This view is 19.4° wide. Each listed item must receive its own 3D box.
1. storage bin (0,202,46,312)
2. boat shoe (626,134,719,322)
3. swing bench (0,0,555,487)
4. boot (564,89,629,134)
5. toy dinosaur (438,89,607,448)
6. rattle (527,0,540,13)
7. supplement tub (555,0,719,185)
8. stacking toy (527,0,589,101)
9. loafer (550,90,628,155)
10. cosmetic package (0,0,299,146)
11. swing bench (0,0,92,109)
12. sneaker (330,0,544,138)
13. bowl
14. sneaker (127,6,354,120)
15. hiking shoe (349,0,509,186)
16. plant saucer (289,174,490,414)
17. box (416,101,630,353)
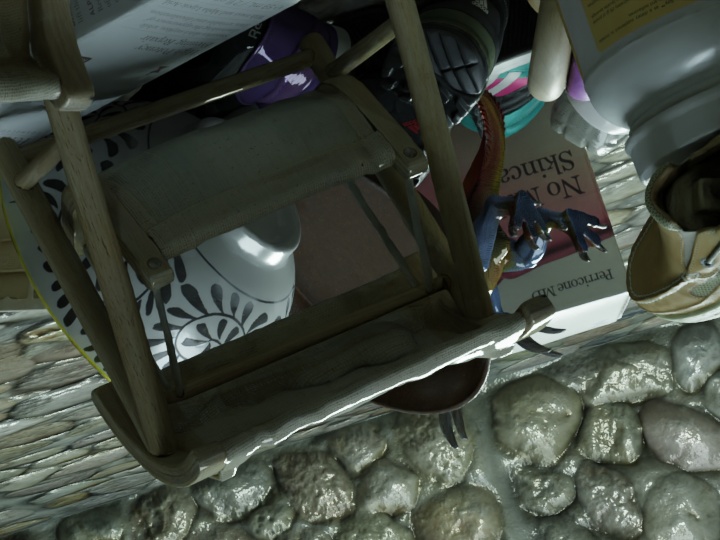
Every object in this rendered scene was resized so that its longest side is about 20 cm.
[{"bbox_3d":[-0.168,-0.003,1.362,0.199,0.094,0.200,-3,169,40],"label":"storage bin"},{"bbox_3d":[0.166,-0.033,0.997,0.076,0.072,0.200,3,154,-22],"label":"boat shoe"},{"bbox_3d":[-0.045,-0.016,1.045,0.199,0.200,0.130,-22,178,-24],"label":"swing bench"},{"bbox_3d":[0.194,-0.162,1.278,0.090,0.073,0.200,-49,180,44],"label":"boot"},{"bbox_3d":[0.070,0.008,1.336,0.105,0.200,0.181,-4,160,-44],"label":"toy dinosaur"},{"bbox_3d":[0.151,-0.206,1.231,0.200,0.143,0.130,-7,143,32],"label":"rattle"},{"bbox_3d":[0.165,-0.156,1.050,0.145,0.200,0.145,-17,169,-3],"label":"supplement tub"},{"bbox_3d":[0.195,-0.120,1.152,0.200,0.085,0.085,10,170,4],"label":"stacking toy"},{"bbox_3d":[0.181,-0.141,1.381,0.070,0.070,0.200,-63,175,34],"label":"loafer"},{"bbox_3d":[-0.139,-0.129,1.049,0.200,0.074,0.102,-26,167,30],"label":"cosmetic package"},{"bbox_3d":[-0.144,-0.146,0.795,0.200,0.130,0.199,-21,170,43],"label":"swing bench"},{"bbox_3d":[0.050,-0.125,1.345,0.200,0.084,0.121,-17,159,-8],"label":"sneaker"},{"bbox_3d":[-0.096,-0.025,1.165,0.094,0.201,0.201,-34,163,22],"label":"bowl"},{"bbox_3d":[-0.098,-0.119,1.226,0.088,0.076,0.200,28,150,-33],"label":"sneaker"},{"bbox_3d":[0.036,-0.111,1.205,0.101,0.076,0.200,-56,-170,-28],"label":"hiking shoe"},{"bbox_3d":[0.000,0.000,1.251,0.034,0.200,0.200,-47,-173,-34],"label":"plant saucer"},{"bbox_3d":[0.095,-0.049,1.455,0.128,0.200,0.109,-17,168,-2],"label":"box"}]
